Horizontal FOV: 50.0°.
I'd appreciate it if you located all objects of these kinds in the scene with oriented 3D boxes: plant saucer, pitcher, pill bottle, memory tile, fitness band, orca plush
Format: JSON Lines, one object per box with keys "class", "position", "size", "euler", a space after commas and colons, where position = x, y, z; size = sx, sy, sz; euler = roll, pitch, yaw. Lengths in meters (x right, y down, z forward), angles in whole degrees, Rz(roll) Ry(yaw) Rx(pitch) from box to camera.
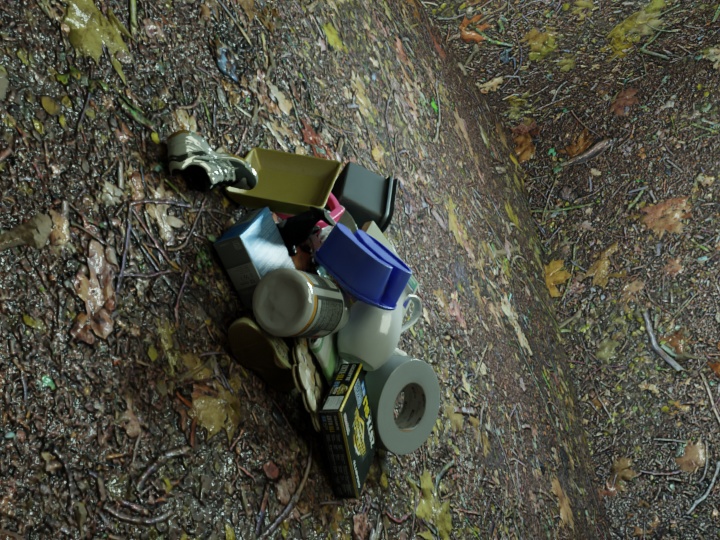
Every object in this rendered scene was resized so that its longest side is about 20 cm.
{"class": "plant saucer", "position": [-0.152, -0.171, 1.553], "size": [0.201, 0.197, 0.049], "euler": [-72, 171, -55]}
{"class": "pitcher", "position": [0.047, 0.109, 1.570], "size": [0.171, 0.120, 0.202], "euler": [42, 65, -37]}
{"class": "pill bottle", "position": [-0.097, 0.062, 1.363], "size": [0.200, 0.115, 0.118], "euler": [18, 53, -67]}
{"class": "memory tile", "position": [-0.095, 0.187, 1.435], "size": [0.201, 0.017, 0.154], "euler": [-94, 167, -58]}
{"class": "fitness band", "position": [-0.114, -0.143, 1.652], "size": [0.143, 0.038, 0.200], "euler": [36, 29, 6]}
{"class": "orca plush", "position": [-0.116, -0.062, 1.505], "size": [0.104, 0.199, 0.072], "euler": [11, 72, -42]}

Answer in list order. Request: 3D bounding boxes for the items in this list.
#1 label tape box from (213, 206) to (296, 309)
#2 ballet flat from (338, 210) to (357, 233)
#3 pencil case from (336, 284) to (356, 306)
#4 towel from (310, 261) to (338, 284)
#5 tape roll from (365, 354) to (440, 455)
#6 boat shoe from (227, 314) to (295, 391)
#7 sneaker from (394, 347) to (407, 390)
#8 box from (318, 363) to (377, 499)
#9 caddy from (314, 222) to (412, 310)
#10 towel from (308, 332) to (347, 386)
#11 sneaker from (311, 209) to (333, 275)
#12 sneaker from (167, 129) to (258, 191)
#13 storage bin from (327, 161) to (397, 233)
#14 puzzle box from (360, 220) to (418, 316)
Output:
{"class": "label tape box", "position": [-0.181, 0.002, 1.442], "size": [0.144, 0.065, 0.202], "euler": [-60, 132, -60]}
{"class": "ballet flat", "position": [-0.027, -0.049, 1.753], "size": [0.063, 0.067, 0.202], "euler": [-19, 85, -53]}
{"class": "pencil case", "position": [0.007, 0.066, 1.687], "size": [0.199, 0.088, 0.089], "euler": [0, 69, -46]}
{"class": "towel", "position": [-0.042, 0.016, 1.766], "size": [0.148, 0.022, 0.200], "euler": [61, 25, -13]}
{"class": "tape roll", "position": [0.082, 0.282, 1.631], "size": [0.199, 0.066, 0.203], "euler": [-6, 99, -44]}
{"class": "boat shoe", "position": [-0.170, 0.139, 1.356], "size": [0.201, 0.073, 0.063], "euler": [59, 17, -44]}
{"class": "sneaker", "position": [0.055, 0.184, 1.729], "size": [0.078, 0.099, 0.202], "euler": [-13, 82, -65]}
{"class": "box", "position": [-0.020, 0.302, 1.466], "size": [0.160, 0.049, 0.202], "euler": [-63, 147, -61]}
{"class": "caddy", "position": [0.000, 0.000, 1.460], "size": [0.141, 0.106, 0.200], "euler": [13, 22, -50]}
{"class": "towel", "position": [-0.057, 0.177, 1.544], "size": [0.150, 0.030, 0.202], "euler": [-79, 155, -54]}
{"class": "sneaker", "position": [-0.082, -0.068, 1.688], "size": [0.074, 0.082, 0.201], "euler": [1, 39, -28]}
{"class": "sneaker", "position": [-0.272, -0.174, 1.407], "size": [0.199, 0.075, 0.089], "euler": [22, 56, -43]}
{"class": "storage bin", "position": [-0.005, -0.163, 1.880], "size": [0.133, 0.146, 0.201], "euler": [28, 38, -14]}
{"class": "puzzle box", "position": [0.045, 0.011, 1.657], "size": [0.201, 0.025, 0.134], "euler": [53, 48, -28]}
